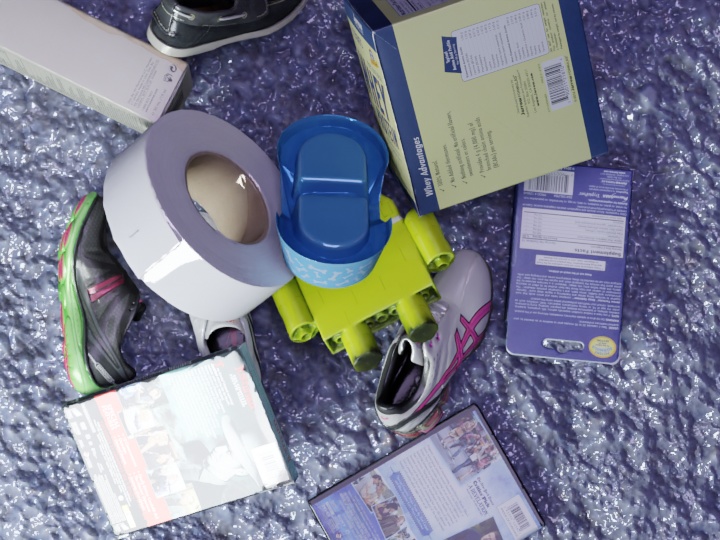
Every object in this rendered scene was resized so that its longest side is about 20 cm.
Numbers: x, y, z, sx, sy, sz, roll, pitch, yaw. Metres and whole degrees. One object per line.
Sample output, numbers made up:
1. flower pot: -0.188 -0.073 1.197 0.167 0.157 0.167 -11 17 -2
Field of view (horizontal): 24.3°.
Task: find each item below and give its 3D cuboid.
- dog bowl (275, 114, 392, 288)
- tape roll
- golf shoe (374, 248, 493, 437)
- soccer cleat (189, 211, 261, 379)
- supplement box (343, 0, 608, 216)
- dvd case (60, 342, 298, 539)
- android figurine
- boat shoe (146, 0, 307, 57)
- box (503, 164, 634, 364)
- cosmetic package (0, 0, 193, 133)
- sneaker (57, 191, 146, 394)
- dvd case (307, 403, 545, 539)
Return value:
1. dog bowl: -0.028 -0.066 1.627 0.111 0.050 0.201 2 49 -5
2. tape roll: -0.149 -0.053 1.613 0.071 0.202 0.203 -35 86 33
3. golf shoe: 0.075 0.068 1.659 0.072 0.092 0.201 19 80 22
4. soccer cleat: -0.140 0.036 1.660 0.068 0.085 0.201 -12 85 -4
5. supplement box: 0.112 -0.192 1.634 0.199 0.134 0.201 -18 116 -5
6. dvd case: -0.176 0.167 1.627 0.199 0.022 0.147 -19 99 17
7. android figurine: 0.000 0.000 1.653 0.181 0.041 0.201 -26 56 4
8. boat shoe: -0.122 -0.273 1.666 0.200 0.068 0.072 -27 59 -38
9. box: 0.211 -0.008 1.708 0.120 0.032 0.201 6 82 -2
10. cosmetic package: -0.273 -0.209 1.673 0.199 0.104 0.073 27 83 -1
11. sneaker: -0.258 0.022 1.670 0.083 0.077 0.201 -3 90 -16
12. dvd case: 0.066 0.244 1.681 0.199 0.018 0.143 -30 85 -5
